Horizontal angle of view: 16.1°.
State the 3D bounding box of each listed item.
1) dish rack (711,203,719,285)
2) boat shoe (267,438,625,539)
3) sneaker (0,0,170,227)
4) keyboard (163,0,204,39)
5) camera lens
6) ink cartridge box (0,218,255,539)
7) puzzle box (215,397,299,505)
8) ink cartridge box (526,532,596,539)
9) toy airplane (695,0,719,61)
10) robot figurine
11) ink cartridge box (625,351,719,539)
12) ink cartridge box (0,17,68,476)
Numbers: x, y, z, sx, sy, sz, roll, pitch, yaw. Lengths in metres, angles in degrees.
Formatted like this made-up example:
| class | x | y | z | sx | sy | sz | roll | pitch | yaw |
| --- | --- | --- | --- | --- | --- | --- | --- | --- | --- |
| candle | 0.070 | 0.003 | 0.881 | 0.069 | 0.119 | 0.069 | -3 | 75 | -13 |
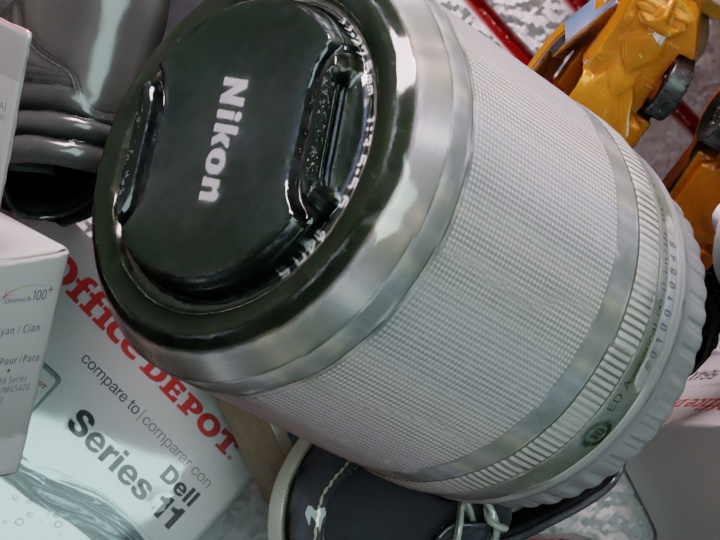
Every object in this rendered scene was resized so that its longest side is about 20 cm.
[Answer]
| class | x | y | z | sx | sy | sz | roll | pitch | yaw |
| --- | --- | --- | --- | --- | --- | --- | --- | --- | --- |
| dish rack | 0.208 | -0.014 | 1.025 | 0.172 | 0.044 | 0.200 | -48 | 142 | -15 |
| boat shoe | 0.040 | 0.085 | 1.049 | 0.200 | 0.063 | 0.073 | -11 | 107 | -53 |
| sneaker | -0.138 | -0.067 | 1.004 | 0.071 | 0.200 | 0.099 | 16 | 79 | -27 |
| keyboard | -0.032 | -0.122 | 1.060 | 0.200 | 0.040 | 0.104 | -58 | 151 | -45 |
| camera lens | 0.014 | -0.010 | 0.928 | 0.200 | 0.160 | 0.160 | 30 | 76 | -45 |
| ink cartridge box | -0.152 | 0.091 | 1.052 | 0.147 | 0.083 | 0.200 | 46 | 73 | -12 |
| puzzle box | 0.000 | 0.000 | 1.094 | 0.200 | 0.025 | 0.133 | -30 | 97 | -46 |
| ink cartridge box | 0.069 | 0.195 | 1.056 | 0.147 | 0.200 | 0.145 | -1 | 93 | -19 |
| toy airplane | 0.172 | -0.123 | 1.148 | 0.199 | 0.141 | 0.200 | -19 | 78 | -50 |
| robot figurine | 0.109 | -0.034 | 1.064 | 0.145 | 0.058 | 0.200 | 28 | 122 | -11 |
| ink cartridge box | 0.220 | 0.087 | 1.155 | 0.200 | 0.129 | 0.125 | -30 | 96 | -19 |
| ink cartridge box | -0.192 | -0.038 | 0.966 | 0.045 | 0.200 | 0.177 | -9 | 119 | -51 |
